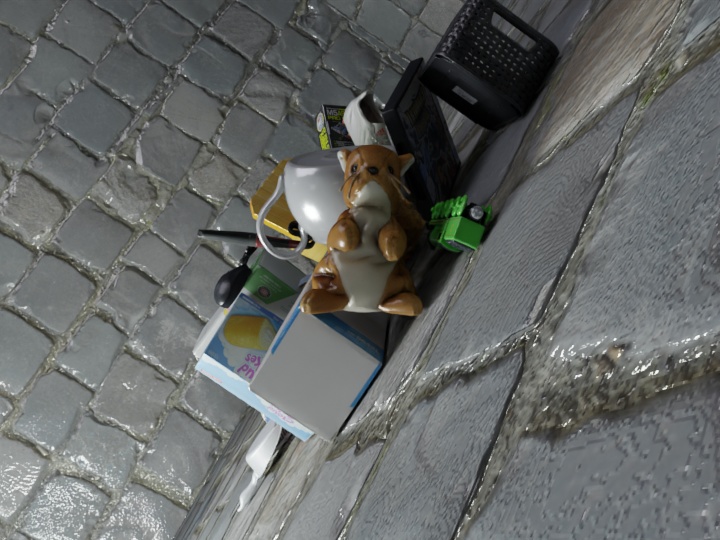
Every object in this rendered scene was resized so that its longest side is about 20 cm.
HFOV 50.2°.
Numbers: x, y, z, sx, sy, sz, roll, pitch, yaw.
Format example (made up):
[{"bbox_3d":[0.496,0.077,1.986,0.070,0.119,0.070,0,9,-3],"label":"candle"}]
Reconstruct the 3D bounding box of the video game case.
[{"bbox_3d":[0.095,-0.190,1.124,0.025,0.184,0.202,-12,29,24],"label":"video game case"}]

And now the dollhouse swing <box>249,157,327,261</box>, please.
[{"bbox_3d":[-0.083,-0.157,1.414,0.202,0.174,0.182,-56,4,-35],"label":"dollhouse swing"}]

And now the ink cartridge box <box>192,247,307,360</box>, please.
[{"bbox_3d":[-0.156,0.088,1.240,0.201,0.144,0.088,-50,13,20],"label":"ink cartridge box"}]

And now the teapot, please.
[{"bbox_3d":[-0.021,-0.093,1.103,0.196,0.196,0.150,-29,-61,-53],"label":"teapot"}]

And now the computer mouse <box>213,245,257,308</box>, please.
[{"bbox_3d":[-0.192,-0.007,1.203,0.059,0.034,0.201,-49,14,24],"label":"computer mouse"}]

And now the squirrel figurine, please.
[{"bbox_3d":[0.011,-0.051,0.924,0.200,0.137,0.193,-25,-64,-81],"label":"squirrel figurine"}]

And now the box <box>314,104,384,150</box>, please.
[{"bbox_3d":[0.028,-0.207,1.354,0.044,0.195,0.164,-49,48,54],"label":"box"}]

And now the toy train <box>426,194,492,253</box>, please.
[{"bbox_3d":[0.106,-0.049,0.873,0.200,0.041,0.058,-157,88,-85],"label":"toy train"}]

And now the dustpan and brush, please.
[{"bbox_3d":[-0.172,0.333,1.356,0.201,0.057,0.140,-52,4,5],"label":"dustpan and brush"}]

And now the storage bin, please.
[{"bbox_3d":[0.164,-0.272,1.030,0.095,0.133,0.200,-57,5,0],"label":"storage bin"}]

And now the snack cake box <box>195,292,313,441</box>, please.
[{"bbox_3d":[-0.129,0.142,1.132,0.067,0.198,0.116,-46,12,54],"label":"snack cake box"}]

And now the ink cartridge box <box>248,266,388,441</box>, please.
[{"bbox_3d":[-0.046,0.097,1.009,0.130,0.124,0.200,-56,5,17],"label":"ink cartridge box"}]

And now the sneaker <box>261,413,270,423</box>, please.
[{"bbox_3d":[-0.126,0.219,1.477,0.204,0.075,0.085,-65,14,9],"label":"sneaker"}]

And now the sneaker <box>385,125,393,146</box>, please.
[{"bbox_3d":[0.092,-0.169,1.227,0.069,0.082,0.200,-19,-26,16],"label":"sneaker"}]

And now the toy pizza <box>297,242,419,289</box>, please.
[{"bbox_3d":[0.000,0.000,1.161,0.195,0.033,0.200,-19,-4,-1],"label":"toy pizza"}]

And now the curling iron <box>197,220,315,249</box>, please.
[{"bbox_3d":[-0.161,-0.056,1.216,0.026,0.194,0.051,80,-170,-63],"label":"curling iron"}]

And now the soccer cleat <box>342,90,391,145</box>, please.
[{"bbox_3d":[0.028,-0.201,1.272,0.068,0.204,0.077,-10,-21,-38],"label":"soccer cleat"}]
